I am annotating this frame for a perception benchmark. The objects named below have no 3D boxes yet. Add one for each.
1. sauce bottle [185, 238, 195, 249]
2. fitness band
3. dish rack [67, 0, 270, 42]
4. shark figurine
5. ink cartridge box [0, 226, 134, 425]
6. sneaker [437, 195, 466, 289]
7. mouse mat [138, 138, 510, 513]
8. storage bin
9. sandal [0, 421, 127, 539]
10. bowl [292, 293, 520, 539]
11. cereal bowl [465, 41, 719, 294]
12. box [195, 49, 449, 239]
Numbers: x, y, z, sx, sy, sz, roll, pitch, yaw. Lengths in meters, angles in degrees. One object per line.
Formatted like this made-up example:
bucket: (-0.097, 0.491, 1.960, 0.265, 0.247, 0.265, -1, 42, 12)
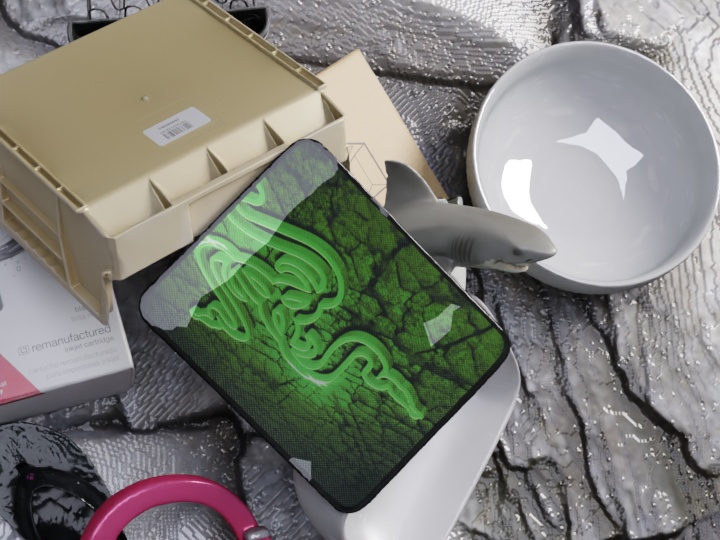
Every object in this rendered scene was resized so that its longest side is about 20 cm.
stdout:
sauce bottle: (-0.091, -0.060, 1.252, 0.066, 0.066, 0.200, 15, 72, -4)
fitness band: (-0.127, 0.244, 1.151, 0.143, 0.037, 0.200, -8, 95, -18)
dish rack: (-0.151, -0.247, 1.281, 0.153, 0.055, 0.200, -4, 66, -3)
shark figurine: (0.011, -0.026, 1.109, 0.214, 0.128, 0.090, -14, 112, -8)
ink cartridge box: (-0.262, 0.005, 1.197, 0.145, 0.083, 0.200, -15, 77, -13)
sneaker: (0.000, 0.000, 1.187, 0.200, 0.074, 0.089, -9, 86, -31)
mouse mat: (-0.020, 0.036, 1.045, 0.200, 0.008, 0.161, 45, 84, -6)
storage bin: (-0.140, -0.083, 1.109, 0.200, 0.094, 0.199, -30, 49, -26)
sandal: (-0.202, 0.189, 1.173, 0.075, 0.048, 0.201, -35, 83, -15)
bowl: (0.027, 0.117, 1.163, 0.075, 0.200, 0.200, 21, 74, 27)
cereal bowl: (0.176, -0.073, 1.283, 0.200, 0.083, 0.200, 2, 74, -8)
box: (-0.032, -0.052, 1.234, 0.200, 0.021, 0.164, -36, 99, -31)
